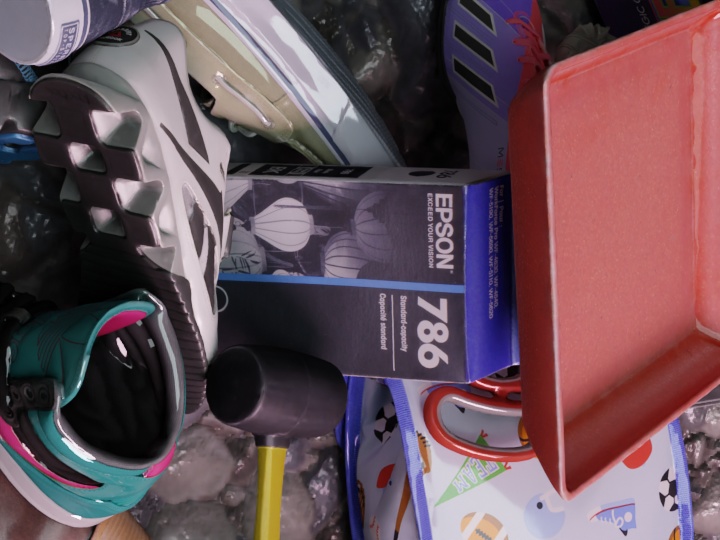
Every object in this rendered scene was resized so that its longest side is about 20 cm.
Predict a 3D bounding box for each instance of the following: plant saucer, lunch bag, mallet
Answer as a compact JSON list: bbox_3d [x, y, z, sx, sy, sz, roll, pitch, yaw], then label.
[{"bbox_3d":[0.130,-0.020,0.773,0.199,0.037,0.201,-26,117,-48],"label":"plant saucer"},{"bbox_3d":[0.082,0.112,0.874,0.170,0.124,0.201,-12,102,-23],"label":"lunch bag"},{"bbox_3d":[-0.037,0.134,0.747,0.066,0.041,0.201,3,86,-51],"label":"mallet"}]

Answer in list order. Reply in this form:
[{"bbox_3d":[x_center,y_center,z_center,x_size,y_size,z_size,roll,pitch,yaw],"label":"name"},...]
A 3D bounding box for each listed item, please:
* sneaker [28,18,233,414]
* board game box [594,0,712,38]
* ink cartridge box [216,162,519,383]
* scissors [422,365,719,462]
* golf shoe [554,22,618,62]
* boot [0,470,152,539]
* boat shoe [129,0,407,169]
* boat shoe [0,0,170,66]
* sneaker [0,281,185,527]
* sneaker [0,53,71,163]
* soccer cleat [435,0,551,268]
[{"bbox_3d":[-0.088,-0.023,0.748,0.089,0.074,0.200,-51,148,-43],"label":"sneaker"},{"bbox_3d":[0.183,-0.177,0.834,0.057,0.165,0.200,-42,118,-26],"label":"board game box"},{"bbox_3d":[0.000,0.000,0.781,0.199,0.039,0.100,1,104,16],"label":"ink cartridge box"},{"bbox_3d":[0.125,0.074,0.831,0.199,0.014,0.073,14,70,-20],"label":"scissors"},{"bbox_3d":[0.155,-0.042,0.899,0.200,0.097,0.078,50,48,-15],"label":"golf shoe"},{"bbox_3d":[-0.205,0.169,0.780,0.166,0.072,0.200,40,83,-18],"label":"boot"},{"bbox_3d":[-0.051,-0.100,0.795,0.062,0.072,0.200,-37,116,12],"label":"boat shoe"},{"bbox_3d":[-0.161,-0.180,0.689,0.200,0.071,0.091,53,45,3],"label":"boat shoe"},{"bbox_3d":[-0.151,0.029,0.708,0.200,0.121,0.084,46,50,-16],"label":"sneaker"},{"bbox_3d":[-0.222,-0.104,0.701,0.200,0.073,0.082,11,74,-32],"label":"sneaker"},{"bbox_3d":[0.084,-0.078,0.829,0.068,0.073,0.201,6,74,-27],"label":"soccer cleat"}]
